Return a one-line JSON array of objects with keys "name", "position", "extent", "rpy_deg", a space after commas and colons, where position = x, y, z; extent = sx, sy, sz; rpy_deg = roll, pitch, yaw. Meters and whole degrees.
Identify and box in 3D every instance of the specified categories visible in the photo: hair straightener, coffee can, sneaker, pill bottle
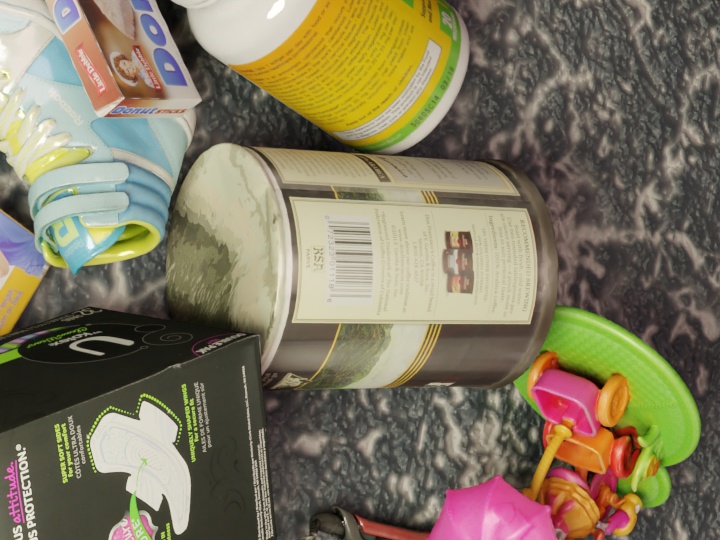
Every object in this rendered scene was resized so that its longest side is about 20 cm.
[{"name": "hair straightener", "position": [0.033, 0.206, 1.137], "extent": [0.199, 0.041, 0.078], "rpy_deg": [21, 77, -36]}, {"name": "coffee can", "position": [0.000, 0.000, 1.065], "extent": [0.198, 0.146, 0.148], "rpy_deg": [2, 87, -32]}, {"name": "sneaker", "position": [-0.181, -0.074, 0.970], "extent": [0.199, 0.079, 0.132], "rpy_deg": [24, 53, -29]}, {"name": "pill bottle", "position": [-0.034, -0.160, 1.050], "extent": [0.199, 0.110, 0.112], "rpy_deg": [31, 72, -41]}]

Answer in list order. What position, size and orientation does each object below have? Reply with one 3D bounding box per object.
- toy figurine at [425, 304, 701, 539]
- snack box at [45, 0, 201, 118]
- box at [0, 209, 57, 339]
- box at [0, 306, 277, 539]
[{"name": "toy figurine", "position": [0.118, 0.157, 1.131], "extent": [0.185, 0.149, 0.201], "rpy_deg": [-52, 143, -29]}, {"name": "snack box", "position": [-0.159, -0.178, 0.986], "extent": [0.072, 0.024, 0.202], "rpy_deg": [-7, 68, -58]}, {"name": "box", "position": [-0.277, -0.017, 0.950], "extent": [0.200, 0.041, 0.120], "rpy_deg": [39, 68, -28]}, {"name": "box", "position": [-0.165, 0.108, 0.917], "extent": [0.199, 0.147, 0.126], "rpy_deg": [-19, 110, -48]}]
